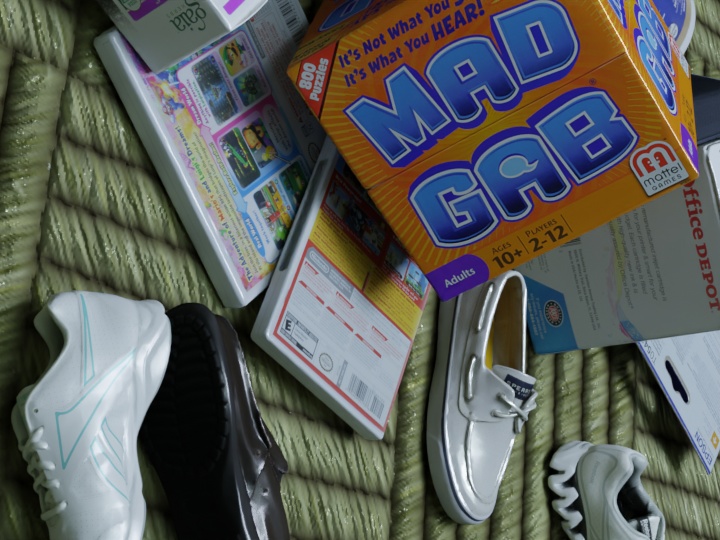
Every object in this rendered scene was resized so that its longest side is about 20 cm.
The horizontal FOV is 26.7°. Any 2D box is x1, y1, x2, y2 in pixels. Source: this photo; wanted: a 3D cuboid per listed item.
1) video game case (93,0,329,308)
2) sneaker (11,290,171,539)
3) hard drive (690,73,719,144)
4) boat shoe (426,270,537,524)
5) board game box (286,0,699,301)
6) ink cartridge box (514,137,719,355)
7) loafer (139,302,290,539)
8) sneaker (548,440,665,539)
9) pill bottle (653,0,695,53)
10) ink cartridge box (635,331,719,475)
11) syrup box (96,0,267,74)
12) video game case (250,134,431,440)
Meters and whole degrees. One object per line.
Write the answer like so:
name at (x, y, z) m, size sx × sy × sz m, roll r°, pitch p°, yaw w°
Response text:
video game case at (-0.077, -0.104, 1.043) m, size 0.182 × 0.024 × 0.200 m, roll -42°, pitch 114°, yaw -45°
sneaker at (-0.165, 0.106, 0.870) m, size 0.080 × 0.070 × 0.201 m, roll 16°, pitch 66°, yaw -30°
hard drive at (0.204, -0.140, 1.239) m, size 0.135 × 0.200 × 0.042 m, roll -19°, pitch 117°, yaw -50°
boat shoe at (0.100, 0.094, 1.166) m, size 0.071 × 0.070 × 0.200 m, roll 25°, pitch 63°, yaw -44°
board game box at (0.100, -0.141, 1.064) m, size 0.200 × 0.200 × 0.200 m, roll 55°, pitch 23°, yaw -19°
ink cartridge box at (0.229, -0.020, 1.240) m, size 0.085 × 0.200 × 0.145 m, roll -18°, pitch 96°, yaw -49°
loafer at (-0.087, 0.117, 0.954) m, size 0.071 × 0.073 × 0.200 m, roll -19°, pitch 101°, yaw -59°
sneaker at (0.216, 0.239, 1.262) m, size 0.075 × 0.081 × 0.200 m, roll -21°, pitch 99°, yaw -51°
pill bottle at (0.190, -0.246, 1.309) m, size 0.200 × 0.120 × 0.120 m, roll 27°, pitch 62°, yaw -42°
ink cartridge box at (0.307, 0.056, 1.438) m, size 0.197 × 0.043 × 0.200 m, roll 58°, pitch 47°, yaw -25°
syrup box at (-0.144, -0.229, 0.930) m, size 0.200 × 0.079 × 0.081 m, roll 53°, pitch 46°, yaw -17°
video game case at (0.000, 0.000, 1.084) m, size 0.143 × 0.017 × 0.200 m, roll 45°, pitch 53°, yaw -38°
